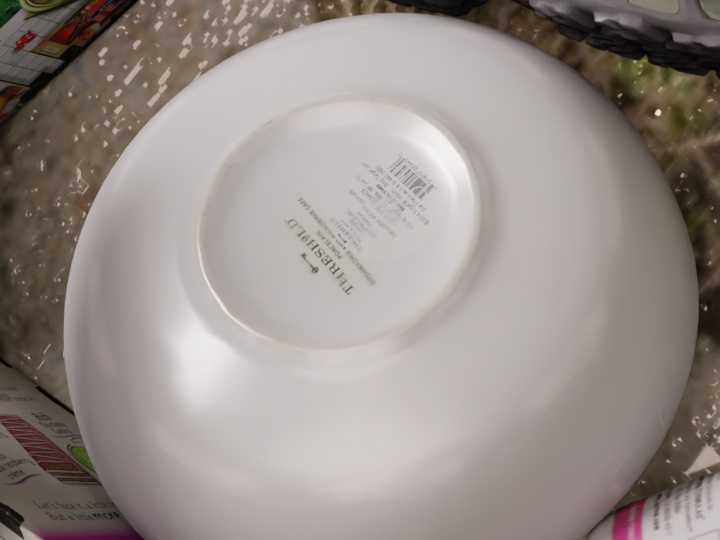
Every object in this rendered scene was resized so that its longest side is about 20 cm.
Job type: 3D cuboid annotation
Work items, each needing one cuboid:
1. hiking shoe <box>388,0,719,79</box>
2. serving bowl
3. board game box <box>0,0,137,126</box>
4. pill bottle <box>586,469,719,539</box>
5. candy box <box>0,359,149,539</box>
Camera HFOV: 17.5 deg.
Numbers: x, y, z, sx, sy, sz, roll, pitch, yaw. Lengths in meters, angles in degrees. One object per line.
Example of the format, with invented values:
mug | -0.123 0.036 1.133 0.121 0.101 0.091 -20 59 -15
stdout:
hiking shoe | 0.078 -0.121 0.719 0.199 0.076 0.101 15 90 11
serving bowl | 0.000 0.000 0.704 0.199 0.066 0.201 -5 61 10
board game box | -0.144 -0.060 0.770 0.200 0.105 0.023 -41 75 13
pill bottle | 0.174 0.090 0.669 0.199 0.113 0.114 -23 83 15
candy box | -0.101 0.092 0.739 0.200 0.136 0.061 35 98 15
